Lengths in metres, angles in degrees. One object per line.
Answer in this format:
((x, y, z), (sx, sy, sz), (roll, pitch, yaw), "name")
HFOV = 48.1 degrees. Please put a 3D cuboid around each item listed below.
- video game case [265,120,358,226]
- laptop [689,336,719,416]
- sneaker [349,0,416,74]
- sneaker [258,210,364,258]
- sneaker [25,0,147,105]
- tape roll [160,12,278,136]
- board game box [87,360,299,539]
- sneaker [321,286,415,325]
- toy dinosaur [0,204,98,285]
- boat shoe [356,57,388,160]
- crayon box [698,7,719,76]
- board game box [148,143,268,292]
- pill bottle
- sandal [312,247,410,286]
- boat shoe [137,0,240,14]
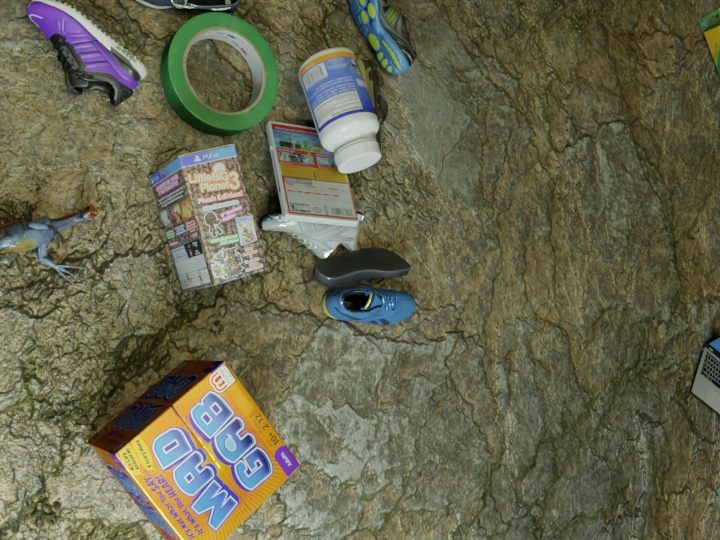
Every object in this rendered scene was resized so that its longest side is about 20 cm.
((-0.086, -0.171, 1.423), (0.141, 0.017, 0.202), (4, 59, -30), "video game case")
((0.928, 0.251, 1.964), (0.186, 0.116, 0.202), (34, 69, -22), "laptop")
((0.045, -0.478, 1.557), (0.083, 0.070, 0.201), (-40, 107, -41), "sneaker")
((-0.085, -0.064, 1.433), (0.198, 0.075, 0.088), (0, 100, -25), "sneaker")
((-0.438, -0.331, 1.251), (0.199, 0.069, 0.100), (34, 72, -22), "sneaker")
((-0.239, -0.335, 1.380), (0.198, 0.048, 0.203), (3, 83, -30), "tape roll")
((-0.254, 0.276, 1.221), (0.199, 0.199, 0.201), (-40, 104, -27), "board game box")
((0.030, 0.064, 1.481), (0.198, 0.078, 0.067), (4, 81, -31), "sneaker")
((-0.485, -0.063, 1.191), (0.200, 0.105, 0.182), (41, 46, -7), "toy dinosaur")
((0.022, -0.302, 1.516), (0.065, 0.072, 0.204), (-10, 86, -25), "boat shoe")
((0.973, -0.588, 2.112), (0.125, 0.051, 0.202), (-32, 101, -29), "crayon box")
((-0.244, -0.079, 1.287), (0.096, 0.159, 0.203), (-17, 94, -31), "board game box")
((-0.031, -0.282, 1.436), (0.111, 0.112, 0.202), (-13, 78, -30), "pill bottle")
((-0.001, 0.000, 1.484), (0.198, 0.076, 0.043), (-6, 130, -29), "sandal")
((-0.298, -0.470, 1.351), (0.198, 0.062, 0.076), (11, 81, -28), "boat shoe")
